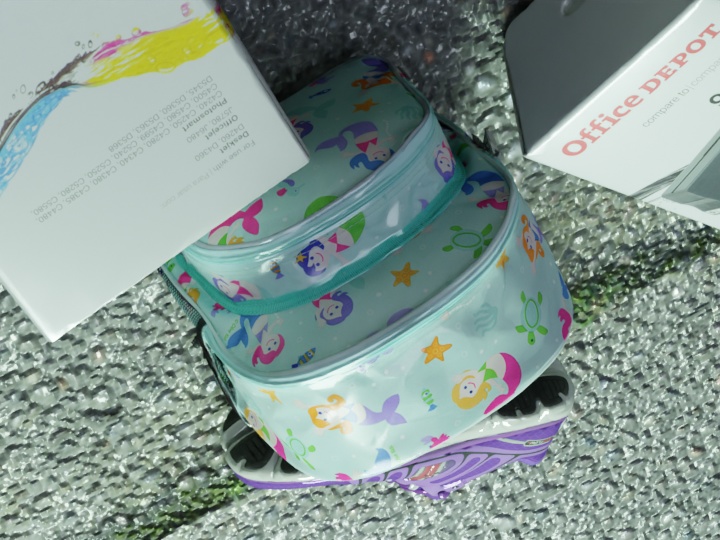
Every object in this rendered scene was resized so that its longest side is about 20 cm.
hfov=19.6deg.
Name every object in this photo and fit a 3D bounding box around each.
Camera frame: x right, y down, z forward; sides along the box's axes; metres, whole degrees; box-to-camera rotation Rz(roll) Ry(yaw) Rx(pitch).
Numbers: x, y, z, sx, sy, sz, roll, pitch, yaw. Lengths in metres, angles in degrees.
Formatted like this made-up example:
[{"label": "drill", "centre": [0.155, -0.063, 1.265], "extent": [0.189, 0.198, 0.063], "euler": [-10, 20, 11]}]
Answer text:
[{"label": "ink cartridge box", "centre": [0.195, -0.099, 1.075], "extent": [0.200, 0.084, 0.145], "euler": [17, 138, -31]}, {"label": "sneaker", "centre": [0.023, 0.097, 1.136], "extent": [0.200, 0.081, 0.084], "euler": [-5, 131, -18]}, {"label": "backpack", "centre": [0.000, 0.000, 1.001], "extent": [0.177, 0.200, 0.151], "euler": [-31, 125, -5]}, {"label": "ink cartridge box", "centre": [-0.146, -0.106, 0.908], "extent": [0.146, 0.147, 0.200], "euler": [-36, 125, -3]}]
